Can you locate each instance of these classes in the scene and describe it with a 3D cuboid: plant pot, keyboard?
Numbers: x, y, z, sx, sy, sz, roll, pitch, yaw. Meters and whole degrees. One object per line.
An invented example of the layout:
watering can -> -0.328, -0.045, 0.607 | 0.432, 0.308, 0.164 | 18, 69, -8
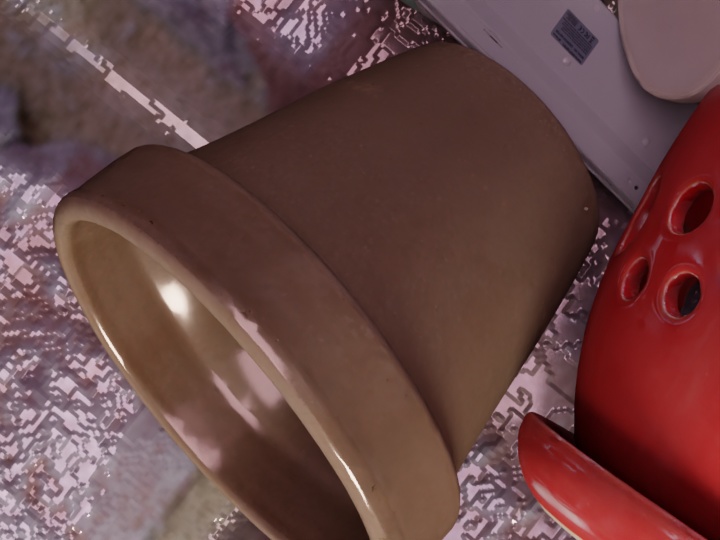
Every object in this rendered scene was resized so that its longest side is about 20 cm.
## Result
plant pot -> 0.000, 0.000, 0.715 | 0.174, 0.200, 0.200 | -42, 85, -21
keyboard -> 0.086, -0.093, 0.739 | 0.200, 0.011, 0.057 | 40, 79, -31
plant pot -> 0.176, 0.054, 0.685 | 0.199, 0.200, 0.184 | 32, 90, 4

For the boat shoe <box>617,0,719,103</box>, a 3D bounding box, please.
boat shoe -> 0.171, -0.169, 0.749 | 0.074, 0.092, 0.202 | 15, 97, 40

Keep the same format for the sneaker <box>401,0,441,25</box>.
sneaker -> 0.061, -0.205, 0.776 | 0.200, 0.074, 0.118 | -42, 61, -19
